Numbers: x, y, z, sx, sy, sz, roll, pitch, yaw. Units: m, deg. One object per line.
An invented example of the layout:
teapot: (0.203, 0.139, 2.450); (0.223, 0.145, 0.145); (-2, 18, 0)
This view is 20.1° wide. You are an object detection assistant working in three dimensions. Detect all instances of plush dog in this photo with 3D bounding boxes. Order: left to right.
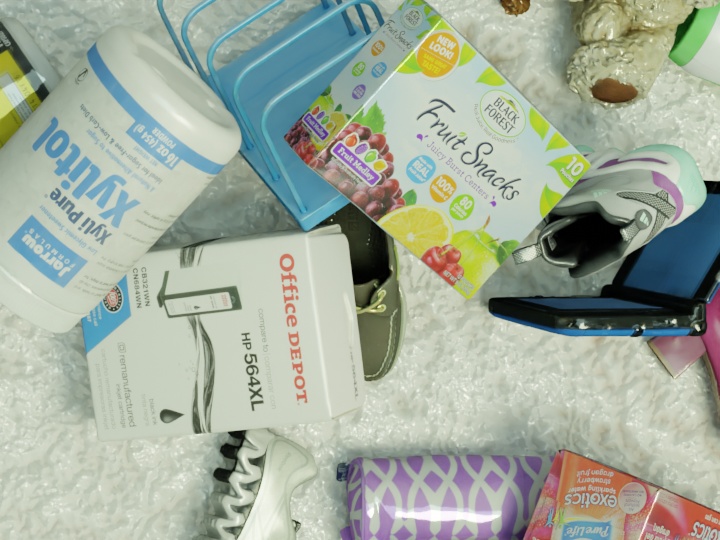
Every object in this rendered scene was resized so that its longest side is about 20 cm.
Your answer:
plush dog: (0.198, -0.259, 1.634); (0.171, 0.200, 0.161); (28, 43, -11)

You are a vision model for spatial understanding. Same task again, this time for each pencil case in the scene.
pencil case: (0.082, 0.195, 1.654); (0.198, 0.084, 0.086); (1, 127, -8)

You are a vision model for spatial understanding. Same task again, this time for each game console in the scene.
game console: (0.208, -0.013, 1.606); (0.169, 0.200, 0.119); (0, 93, -14)

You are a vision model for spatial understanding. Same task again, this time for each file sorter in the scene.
file sorter: (-0.049, -0.158, 1.543); (0.138, 0.200, 0.123); (-34, 137, -7)

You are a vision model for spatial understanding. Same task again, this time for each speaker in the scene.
speaker: (0.356, -0.172, 1.690); (0.199, 0.088, 0.089); (24, 87, -10)

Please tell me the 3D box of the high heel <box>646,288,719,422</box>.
high heel: (0.335, 0.105, 1.700); (0.096, 0.067, 0.200); (-39, 94, 4)

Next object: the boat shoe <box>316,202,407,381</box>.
boat shoe: (-0.003, 0.000, 1.618); (0.072, 0.060, 0.203); (-3, 110, 6)

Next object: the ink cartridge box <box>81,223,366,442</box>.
ink cartridge box: (-0.108, 0.049, 1.572); (0.199, 0.084, 0.147); (-7, 92, 19)

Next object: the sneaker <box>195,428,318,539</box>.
sneaker: (-0.094, 0.225, 1.629); (0.081, 0.075, 0.201); (21, 88, -19)

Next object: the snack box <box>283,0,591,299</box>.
snack box: (0.060, -0.087, 1.488); (0.142, 0.053, 0.200); (-48, 130, 4)

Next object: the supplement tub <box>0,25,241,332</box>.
supplement tub: (-0.196, -0.067, 1.489); (0.132, 0.132, 0.200); (41, 101, -9)

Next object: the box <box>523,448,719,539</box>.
box: (0.228, 0.219, 1.620); (0.200, 0.102, 0.095); (26, 86, -51)

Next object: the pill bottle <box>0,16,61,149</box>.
pill bottle: (-0.320, -0.098, 1.555); (0.199, 0.112, 0.112); (-34, 97, -8)

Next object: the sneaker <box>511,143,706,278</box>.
sneaker: (0.159, -0.039, 1.587); (0.140, 0.200, 0.078); (-36, 103, -32)
